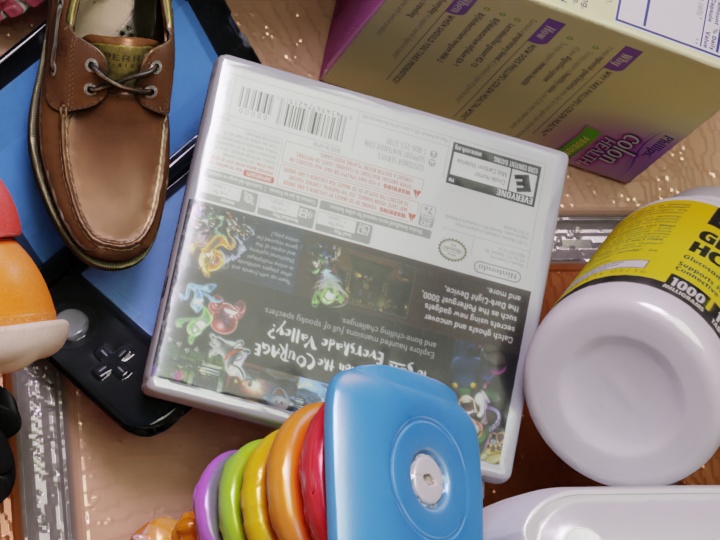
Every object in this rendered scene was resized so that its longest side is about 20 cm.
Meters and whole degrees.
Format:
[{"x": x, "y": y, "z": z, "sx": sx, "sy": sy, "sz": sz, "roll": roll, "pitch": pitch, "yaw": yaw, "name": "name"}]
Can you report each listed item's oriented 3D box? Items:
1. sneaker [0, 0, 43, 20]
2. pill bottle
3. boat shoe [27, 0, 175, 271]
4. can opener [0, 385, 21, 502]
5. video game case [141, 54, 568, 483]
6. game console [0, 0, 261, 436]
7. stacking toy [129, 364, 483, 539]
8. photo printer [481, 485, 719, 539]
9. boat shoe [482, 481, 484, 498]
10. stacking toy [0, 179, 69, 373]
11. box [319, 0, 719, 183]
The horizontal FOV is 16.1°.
[{"x": -0.165, "y": -0.206, "z": 1.375, "sx": 0.199, "sy": 0.075, "sz": 0.081, "roll": -32, "pitch": 115, "yaw": 9, "name": "sneaker"}, {"x": 0.168, "y": 0.027, "z": 1.378, "sx": 0.112, "sy": 0.112, "sz": 0.200, "roll": 45, "pitch": 31, "yaw": -1, "name": "pill bottle"}, {"x": -0.129, "y": -0.103, "z": 1.286, "sx": 0.072, "sy": 0.068, "sz": 0.201, "roll": -2, "pitch": 81, "yaw": -18, "name": "boat shoe"}, {"x": -0.270, "y": 0.088, "z": 1.285, "sx": 0.199, "sy": 0.079, "sz": 0.064, "roll": 2, "pitch": 111, "yaw": -15, "name": "can opener"}, {"x": 0.000, "y": 0.000, "z": 1.329, "sx": 0.199, "sy": 0.023, "sz": 0.183, "roll": 15, "pitch": 75, "yaw": -14, "name": "video game case"}, {"x": -0.104, "y": -0.047, "z": 1.328, "sx": 0.200, "sy": 0.119, "sz": 0.171, "roll": -42, "pitch": 62, "yaw": -18, "name": "game console"}, {"x": -0.041, "y": 0.123, "z": 1.281, "sx": 0.116, "sy": 0.199, "sz": 0.110, "roll": 20, "pitch": 61, "yaw": -46, "name": "stacking toy"}, {"x": 0.137, "y": 0.155, "z": 1.334, "sx": 0.199, "sy": 0.166, "sz": 0.070, "roll": 1, "pitch": 75, "yaw": -17, "name": "photo printer"}, {"x": -0.002, "y": 0.050, "z": 1.384, "sx": 0.062, "sy": 0.072, "sz": 0.201, "roll": -28, "pitch": 73, "yaw": -11, "name": "boat shoe"}, {"x": -0.225, "y": -0.044, "z": 1.241, "sx": 0.145, "sy": 0.146, "sz": 0.201, "roll": -7, "pitch": 89, "yaw": -21, "name": "stacking toy"}, {"x": 0.103, "y": -0.147, "z": 1.415, "sx": 0.199, "sy": 0.176, "sz": 0.097, "roll": 18, "pitch": 68, "yaw": -12, "name": "box"}]
